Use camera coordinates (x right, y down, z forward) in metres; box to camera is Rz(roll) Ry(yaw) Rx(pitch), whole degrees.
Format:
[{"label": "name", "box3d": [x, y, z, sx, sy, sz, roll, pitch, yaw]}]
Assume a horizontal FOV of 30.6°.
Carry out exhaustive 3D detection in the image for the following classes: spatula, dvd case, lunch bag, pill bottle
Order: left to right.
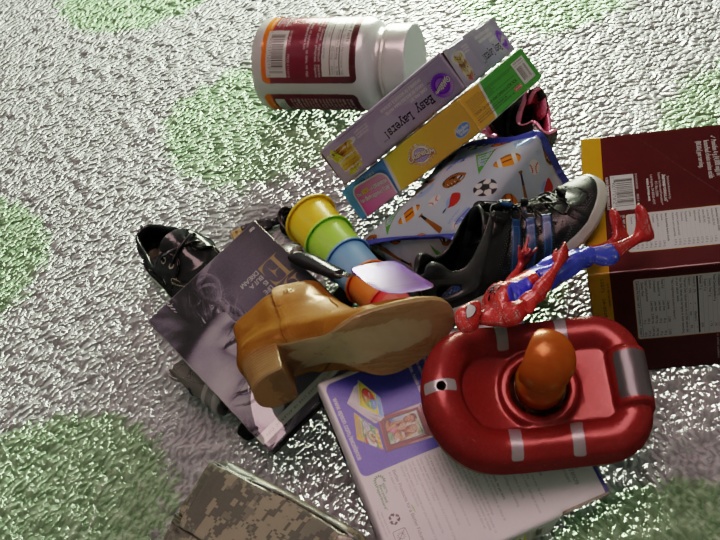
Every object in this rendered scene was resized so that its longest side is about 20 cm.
[{"label": "dvd case", "box3d": [-0.095, 0.060, 1.277, 0.149, 0.016, 0.200, -43, 61, -9]}, {"label": "lunch bag", "box3d": [-0.079, 0.272, 1.064, 0.198, 0.140, 0.169, 21, 71, 37]}, {"label": "pill bottle", "box3d": [-0.025, -0.256, 1.624, 0.197, 0.115, 0.115, 4, 45, 20]}, {"label": "spatula", "box3d": [-0.012, 0.000, 1.217, 0.056, 0.021, 0.199, -10, 11, -34]}, {"label": "lunch bag", "box3d": [0.100, -0.043, 1.351, 0.199, 0.125, 0.170, 0, 39, 51]}]

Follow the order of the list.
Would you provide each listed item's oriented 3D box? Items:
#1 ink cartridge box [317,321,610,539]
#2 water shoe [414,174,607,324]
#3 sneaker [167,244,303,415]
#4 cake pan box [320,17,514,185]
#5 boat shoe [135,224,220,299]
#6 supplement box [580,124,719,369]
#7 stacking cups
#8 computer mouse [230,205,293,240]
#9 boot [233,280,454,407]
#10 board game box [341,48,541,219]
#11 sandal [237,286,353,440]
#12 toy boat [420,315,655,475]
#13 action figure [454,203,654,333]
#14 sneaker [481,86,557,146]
[{"label": "ink cartridge box", "box3d": [0.087, 0.155, 1.162, 0.198, 0.047, 0.199, -20, 63, -9]}, {"label": "water shoe", "box3d": [0.139, -0.034, 1.194, 0.199, 0.079, 0.071, -39, 27, -8]}, {"label": "sneaker", "box3d": [-0.123, 0.045, 1.340, 0.081, 0.075, 0.201, 24, 60, 15]}, {"label": "cake pan box", "box3d": [0.065, -0.188, 1.432, 0.183, 0.053, 0.200, -34, 5, 29]}, {"label": "boat shoe", "box3d": [-0.192, -0.015, 1.407, 0.074, 0.067, 0.199, -37, 25, -12]}, {"label": "supplement box", "box3d": [0.318, -0.026, 1.260, 0.197, 0.134, 0.199, -5, 43, 12]}, {"label": "stacking cups", "box3d": [0.000, 0.000, 1.298, 0.060, 0.061, 0.200, -30, 48, -16]}, {"label": "computer mouse", "box3d": [-0.124, -0.007, 1.441, 0.198, 0.046, 0.140, -30, 45, -15]}, {"label": "boot", "box3d": [-0.022, 0.043, 1.195, 0.199, 0.071, 0.144, -22, 29, 0]}, {"label": "board game box", "box3d": [0.086, -0.145, 1.415, 0.199, 0.040, 0.153, -35, 5, 43]}, {"label": "sandal", "box3d": [-0.069, 0.079, 1.309, 0.045, 0.075, 0.201, 40, 59, -5]}, {"label": "toy boat", "box3d": [0.148, 0.092, 1.093, 0.197, 0.131, 0.132, -7, 61, 0]}, {"label": "action figure", "box3d": [0.160, 0.000, 1.125, 0.199, 0.052, 0.065, -32, 15, -23]}, {"label": "sneaker", "box3d": [0.180, -0.169, 1.461, 0.078, 0.096, 0.201, 15, 32, -15]}]
